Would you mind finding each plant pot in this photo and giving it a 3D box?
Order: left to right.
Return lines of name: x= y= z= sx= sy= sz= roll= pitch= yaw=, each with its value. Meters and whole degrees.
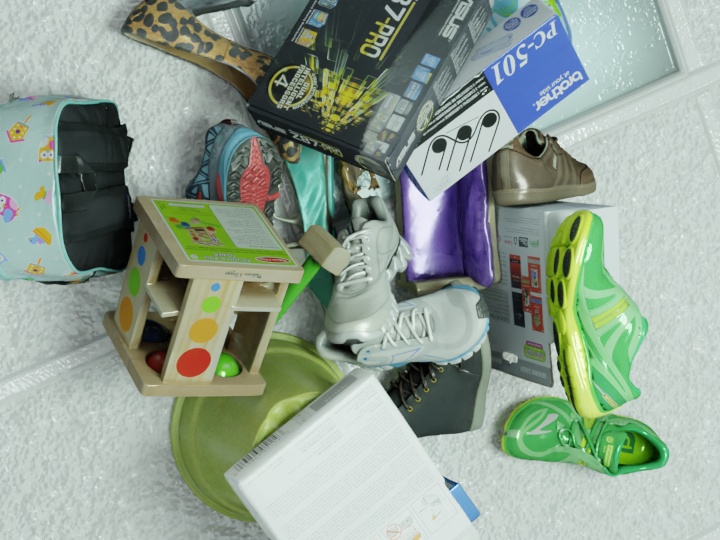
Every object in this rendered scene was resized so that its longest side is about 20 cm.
plant pot: x=-0.069 y=0.168 z=1.505 sx=0.200 sy=0.184 sz=0.201 roll=-1 pitch=94 yaw=-19

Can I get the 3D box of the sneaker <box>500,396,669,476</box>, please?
sneaker: x=0.249 y=0.182 z=1.674 sx=0.199 sy=0.084 sz=0.074 roll=7 pitch=93 yaw=-20

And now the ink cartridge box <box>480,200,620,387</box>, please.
ink cartridge box: x=0.185 y=0.018 z=1.575 sx=0.084 sy=0.200 sz=0.176 roll=-4 pitch=97 yaw=-18

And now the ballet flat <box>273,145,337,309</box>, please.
ballet flat: x=-0.053 y=-0.045 z=1.565 sx=0.070 sy=0.067 sz=0.201 roll=-6 pitch=97 yaw=5

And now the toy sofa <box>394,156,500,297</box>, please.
toy sofa: x=0.084 y=-0.076 z=1.586 sx=0.083 sy=0.098 sz=0.201 roll=-6 pitch=97 yaw=-20

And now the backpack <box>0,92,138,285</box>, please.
backpack: x=-0.292 y=-0.074 z=1.397 sx=0.153 sy=0.200 sz=0.176 roll=-1 pitch=95 yaw=1

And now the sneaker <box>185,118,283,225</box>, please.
sneaker: x=-0.132 y=-0.057 z=1.524 sx=0.079 sy=0.096 sz=0.200 roll=-4 pitch=121 yaw=-36

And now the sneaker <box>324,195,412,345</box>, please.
sneaker: x=0.000 y=0.000 z=1.491 sx=0.075 sy=0.200 sz=0.081 roll=-7 pitch=121 yaw=13

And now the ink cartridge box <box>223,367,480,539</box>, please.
ink cartridge box: x=-0.005 y=0.216 z=1.413 sx=0.161 sy=0.050 sz=0.200 roll=-38 pitch=110 yaw=-13

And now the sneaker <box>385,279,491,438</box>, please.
sneaker: x=0.072 y=0.104 z=1.574 sx=0.106 sy=0.075 sz=0.200 roll=-16 pitch=130 yaw=-15

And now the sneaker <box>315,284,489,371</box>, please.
sneaker: x=0.037 y=0.064 z=1.509 sx=0.087 sy=0.200 sz=0.075 roll=1 pitch=74 yaw=-47

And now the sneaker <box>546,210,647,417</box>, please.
sneaker: x=0.223 y=0.037 z=1.437 sx=0.083 sy=0.074 sz=0.201 roll=-11 pitch=108 yaw=-9

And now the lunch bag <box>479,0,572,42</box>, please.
lunch bag: x=0.105 y=-0.247 z=1.557 sx=0.199 sy=0.083 sz=0.161 roll=-10 pitch=63 yaw=-21

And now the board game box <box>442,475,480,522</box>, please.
board game box: x=0.015 y=0.255 z=1.534 sx=0.152 sy=0.200 sz=0.045 roll=-39 pitch=107 yaw=-12

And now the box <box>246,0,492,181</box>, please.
box: x=0.009 y=-0.200 z=1.453 sx=0.161 sy=0.049 sz=0.200 roll=25 pitch=75 yaw=22

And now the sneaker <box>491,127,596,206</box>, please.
sneaker: x=0.194 y=-0.112 z=1.589 sx=0.200 sy=0.070 sz=0.076 roll=-17 pitch=104 yaw=-63

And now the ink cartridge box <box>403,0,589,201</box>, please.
ink cartridge box: x=0.118 y=-0.165 z=1.486 sx=0.200 sy=0.044 sz=0.094 roll=-37 pitch=132 yaw=-1

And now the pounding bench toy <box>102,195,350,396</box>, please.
pounding bench toy: x=-0.119 y=0.033 z=1.440 sx=0.200 sy=0.124 sz=0.156 roll=2 pitch=120 yaw=-31

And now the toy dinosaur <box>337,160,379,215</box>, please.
toy dinosaur: x=-0.009 y=-0.145 z=1.557 sx=0.060 sy=0.106 sz=0.201 roll=0 pitch=101 yaw=-14

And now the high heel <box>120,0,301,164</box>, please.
high heel: x=-0.144 y=-0.182 z=1.504 sx=0.142 sy=0.071 sz=0.200 roll=-19 pitch=85 yaw=-24
